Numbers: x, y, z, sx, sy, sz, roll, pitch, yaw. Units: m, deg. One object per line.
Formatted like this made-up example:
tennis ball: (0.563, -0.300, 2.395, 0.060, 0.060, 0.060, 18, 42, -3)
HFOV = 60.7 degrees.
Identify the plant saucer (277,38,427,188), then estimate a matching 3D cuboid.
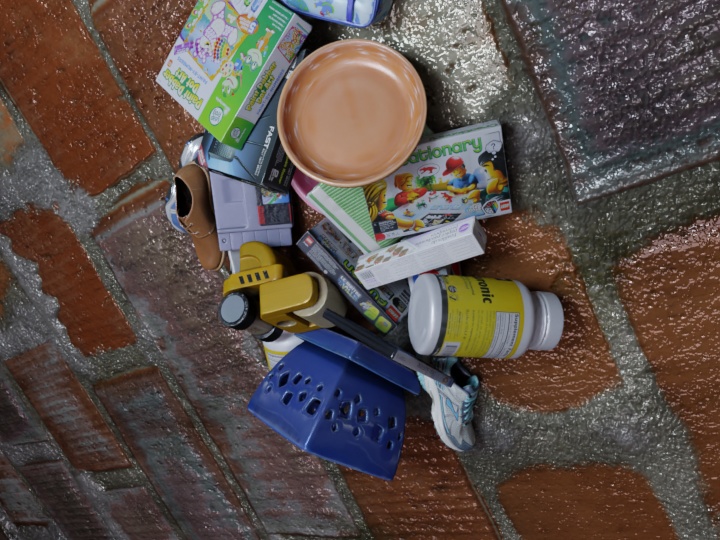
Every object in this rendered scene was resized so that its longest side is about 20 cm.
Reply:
plant saucer: (-0.011, -0.204, 0.811, 0.198, 0.037, 0.202, -2, 80, 10)

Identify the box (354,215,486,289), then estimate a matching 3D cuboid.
box: (0.082, -0.022, 0.882, 0.199, 0.039, 0.042, -20, 124, 33)

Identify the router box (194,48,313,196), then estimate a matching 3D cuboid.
router box: (-0.146, -0.225, 0.899, 0.149, 0.062, 0.202, 20, 93, 33)

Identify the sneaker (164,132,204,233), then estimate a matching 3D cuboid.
sneaker: (-0.288, -0.139, 1.089, 0.077, 0.076, 0.201, 37, 128, 13)

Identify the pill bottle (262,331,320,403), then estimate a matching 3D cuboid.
pill bottle: (-0.118, 0.146, 1.124, 0.110, 0.111, 0.202, 4, 116, 27)

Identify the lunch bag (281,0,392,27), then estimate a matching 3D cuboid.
lunch bag: (-0.020, -0.425, 0.787, 0.160, 0.083, 0.201, 23, 125, 14)

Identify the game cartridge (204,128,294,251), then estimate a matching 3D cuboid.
game cartridge: (-0.179, -0.135, 1.009, 0.128, 0.038, 0.202, -4, 108, 0)

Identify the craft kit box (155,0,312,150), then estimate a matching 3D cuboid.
craft kit box: (-0.188, -0.307, 0.878, 0.200, 0.048, 0.198, 42, 108, 31)

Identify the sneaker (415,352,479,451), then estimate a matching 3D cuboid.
sneaker: (0.161, 0.216, 1.027, 0.086, 0.078, 0.201, -15, 107, 31)

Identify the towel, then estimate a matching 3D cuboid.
towel: (0.039, -0.123, 0.885, 0.200, 0.023, 0.152, -39, 111, 20)

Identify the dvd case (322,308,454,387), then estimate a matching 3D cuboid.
dvd case: (0.046, 0.119, 0.927, 0.142, 0.200, 0.018, 26, 85, 38)

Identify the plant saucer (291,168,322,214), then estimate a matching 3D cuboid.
plant saucer: (-0.027, -0.178, 0.939, 0.199, 0.051, 0.202, 13, 120, 23)

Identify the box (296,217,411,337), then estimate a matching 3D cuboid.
box: (0.000, 0.000, 0.980, 0.200, 0.110, 0.035, 47, 126, 0)

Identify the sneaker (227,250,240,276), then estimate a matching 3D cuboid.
sneaker: (-0.210, -0.022, 1.113, 0.072, 0.112, 0.202, 4, 91, -17)

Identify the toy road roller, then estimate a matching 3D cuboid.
toy road roller: (-0.127, 0.023, 0.989, 0.198, 0.123, 0.147, -12, 68, 20)

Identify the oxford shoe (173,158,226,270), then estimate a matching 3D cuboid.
oxford shoe: (-0.278, -0.082, 1.039, 0.071, 0.071, 0.202, 9, 123, 26)

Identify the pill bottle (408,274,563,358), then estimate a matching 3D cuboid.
pill bottle: (0.176, 0.066, 0.866, 0.198, 0.112, 0.112, 5, 124, -12)

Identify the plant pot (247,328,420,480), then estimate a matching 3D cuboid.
plant pot: (-0.034, 0.206, 1.015, 0.199, 0.181, 0.199, 32, 169, -35)

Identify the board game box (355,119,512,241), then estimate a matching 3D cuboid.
board game box: (0.102, -0.122, 0.851, 0.198, 0.035, 0.127, -12, 118, 8)

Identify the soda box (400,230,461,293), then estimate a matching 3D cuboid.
soda box: (0.121, 0.032, 0.958, 0.067, 0.064, 0.202, -2, 115, 28)
